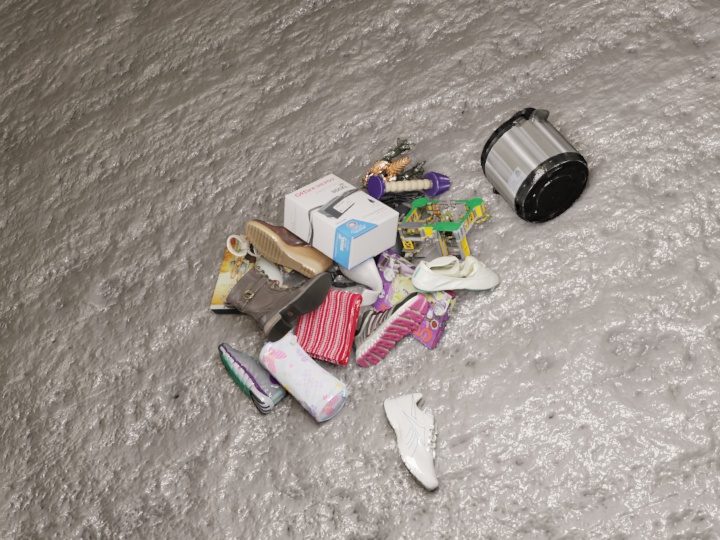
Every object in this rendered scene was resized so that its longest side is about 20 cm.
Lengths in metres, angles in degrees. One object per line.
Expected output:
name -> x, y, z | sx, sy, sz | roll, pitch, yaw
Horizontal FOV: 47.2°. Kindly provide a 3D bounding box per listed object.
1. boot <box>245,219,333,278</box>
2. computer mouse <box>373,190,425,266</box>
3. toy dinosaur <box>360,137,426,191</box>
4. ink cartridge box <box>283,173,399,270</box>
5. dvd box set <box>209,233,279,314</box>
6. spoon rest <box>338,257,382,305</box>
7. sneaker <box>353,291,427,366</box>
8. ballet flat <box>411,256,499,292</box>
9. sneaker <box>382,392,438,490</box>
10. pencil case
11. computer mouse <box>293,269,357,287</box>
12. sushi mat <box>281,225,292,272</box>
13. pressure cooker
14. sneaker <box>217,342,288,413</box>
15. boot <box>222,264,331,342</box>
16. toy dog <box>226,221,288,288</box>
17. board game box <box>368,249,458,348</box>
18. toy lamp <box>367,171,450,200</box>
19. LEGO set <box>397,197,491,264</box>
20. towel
boot -> -0.135, -0.080, 1.791 | 0.199, 0.073, 0.167 | 33, 46, 0
computer mouse -> 0.061, -0.097, 1.807 | 0.137, 0.053, 0.202 | -2, 61, 23
toy dinosaur -> 0.069, -0.216, 1.823 | 0.135, 0.103, 0.200 | -32, 26, -20
ink cartridge box -> -0.042, -0.105, 1.704 | 0.199, 0.085, 0.144 | 33, 44, 31
dvd box set -> -0.259, 0.006, 1.906 | 0.145, 0.029, 0.202 | -1, 61, 23
spoon rest -> 0.000, 0.000, 1.724 | 0.100, 0.060, 0.201 | -60, 32, 29
sneaker -> 0.050, 0.101, 1.655 | 0.200, 0.073, 0.088 | -48, 47, 24
ballet flat -> 0.194, 0.004, 1.611 | 0.198, 0.070, 0.070 | -3, 50, -25
sneaker -> 0.107, 0.311, 1.532 | 0.086, 0.075, 0.201 | -24, 55, 4
pencil case -> -0.115, 0.213, 1.666 | 0.091, 0.083, 0.200 | -42, 63, -14
computer mouse -> -0.086, -0.005, 1.836 | 0.199, 0.034, 0.059 | 21, 86, 26
sushi mat -> -0.119, -0.079, 1.829 | 0.199, 0.012, 0.096 | -36, 81, -31
pressure cooker -> 0.342, -0.220, 1.673 | 0.175, 0.179, 0.201 | -37, 54, 4
sneaker -> -0.223, 0.214, 1.755 | 0.087, 0.075, 0.200 | -32, 56, -21
boot -> -0.176, 0.038, 1.708 | 0.200, 0.069, 0.174 | -41, 51, -11
toy dog -> -0.201, -0.018, 1.814 | 0.131, 0.096, 0.202 | -14, 77, -33
board game box -> 0.100, 0.055, 1.677 | 0.199, 0.032, 0.121 | 35, 118, 36
toy lamp -> 0.109, -0.181, 1.767 | 0.199, 0.059, 0.058 | -9, 44, -33
LEGO set -> 0.176, -0.070, 1.723 | 0.198, 0.117, 0.154 | -2, 35, 28
towel -> -0.072, 0.110, 1.694 | 0.199, 0.022, 0.146 | 6, 81, 53
